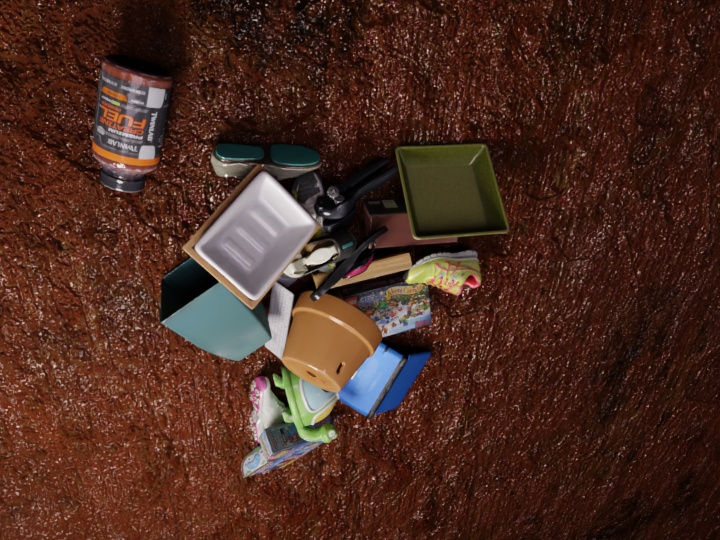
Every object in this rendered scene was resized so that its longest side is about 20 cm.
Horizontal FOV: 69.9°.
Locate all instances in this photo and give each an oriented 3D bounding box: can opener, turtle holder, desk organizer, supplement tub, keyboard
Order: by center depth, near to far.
[{"bbox_3d":[-0.373,-0.232,0.836,0.106,0.107,0.201,10,116,-21],"label":"supplement tub"},{"bbox_3d":[-0.008,-0.155,0.979,0.200,0.063,0.079,-44,164,-23],"label":"can opener"},{"bbox_3d":[0.105,-0.102,1.068,0.198,0.072,0.078,-5,123,-13],"label":"desk organizer"},{"bbox_3d":[-0.176,0.110,1.106,0.056,0.011,0.201,29,130,18],"label":"keyboard"},{"bbox_3d":[-0.114,0.291,1.172,0.131,0.187,0.141,-16,148,-7],"label":"turtle holder"}]

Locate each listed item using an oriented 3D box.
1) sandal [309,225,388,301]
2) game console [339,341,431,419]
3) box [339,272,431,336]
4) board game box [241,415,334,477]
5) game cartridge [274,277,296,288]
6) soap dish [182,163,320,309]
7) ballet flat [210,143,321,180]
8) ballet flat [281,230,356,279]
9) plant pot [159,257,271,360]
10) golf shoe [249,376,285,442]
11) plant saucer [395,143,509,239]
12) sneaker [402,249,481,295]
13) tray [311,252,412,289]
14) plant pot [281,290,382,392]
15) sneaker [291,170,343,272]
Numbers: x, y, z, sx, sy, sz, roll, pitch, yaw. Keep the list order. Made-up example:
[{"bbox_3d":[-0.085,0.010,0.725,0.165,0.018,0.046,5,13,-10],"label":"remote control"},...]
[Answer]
[{"bbox_3d":[-0.015,-0.006,0.993,0.045,0.075,0.200,44,91,-4],"label":"sandal"},{"bbox_3d":[0.055,0.258,1.294,0.170,0.118,0.201,30,111,5],"label":"game console"},{"bbox_3d":[0.060,0.084,1.182,0.198,0.038,0.138,-14,122,-7],"label":"box"},{"bbox_3d":[-0.192,0.421,1.241,0.199,0.062,0.199,-37,154,20],"label":"board game box"},{"bbox_3d":[-0.175,-0.060,1.035,0.133,0.041,0.200,-41,122,5],"label":"game cartridge"},{"bbox_3d":[-0.189,-0.060,0.908,0.157,0.081,0.201,44,71,-20],"label":"soap dish"},{"bbox_3d":[-0.172,-0.197,0.949,0.198,0.068,0.063,3,142,-11],"label":"ballet flat"},{"bbox_3d":[-0.101,-0.026,0.970,0.199,0.068,0.068,-22,98,30],"label":"ballet flat"},{"bbox_3d":[-0.273,0.077,1.031,0.141,0.142,0.200,-34,129,6],"label":"plant pot"},{"bbox_3d":[-0.217,0.323,1.231,0.091,0.076,0.201,-7,129,-21],"label":"golf shoe"},{"bbox_3d":[0.173,-0.150,1.017,0.198,0.202,0.048,-5,160,-13],"label":"plant saucer"},{"bbox_3d":[0.186,0.012,1.114,0.198,0.091,0.078,-9,161,-24],"label":"sneaker"},{"bbox_3d":[0.000,0.000,1.079,0.198,0.099,0.037,-14,93,-8],"label":"tray"},{"bbox_3d":[-0.072,0.156,1.067,0.200,0.199,0.141,47,59,-32],"label":"plant pot"},{"bbox_3d":[-0.080,-0.101,1.022,0.074,0.085,0.202,-4,105,25],"label":"sneaker"}]
